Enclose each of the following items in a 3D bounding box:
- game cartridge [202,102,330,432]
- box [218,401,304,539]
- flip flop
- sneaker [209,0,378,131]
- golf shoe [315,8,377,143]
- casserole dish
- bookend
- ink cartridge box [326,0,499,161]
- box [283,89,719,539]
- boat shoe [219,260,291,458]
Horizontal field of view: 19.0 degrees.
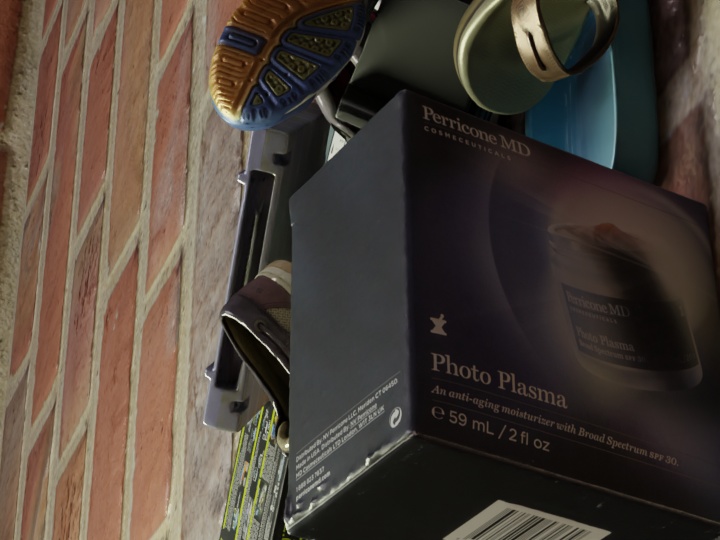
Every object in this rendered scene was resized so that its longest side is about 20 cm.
[{"bbox_3d":[-0.061,-0.006,1.412,0.130,0.038,0.201,-56,-23,-75],"label":"game cartridge"},{"bbox_3d":[-0.071,0.199,1.749,0.160,0.044,0.201,-160,81,-73],"label":"box"},{"bbox_3d":[0.116,-0.144,1.196,0.200,0.081,0.058,-50,51,50],"label":"flip flop"},{"bbox_3d":[-0.027,-0.146,1.302,0.200,0.075,0.088,-58,-10,-31],"label":"sneaker"},{"bbox_3d":[0.021,-0.083,1.397,0.077,0.200,0.088,-42,-9,23],"label":"golf shoe"},{"bbox_3d":[0.137,-0.095,1.265,0.121,0.039,0.201,126,151,-55],"label":"casserole dish"},{"bbox_3d":[0.078,-0.202,1.323,0.199,0.092,0.200,-67,0,-55],"label":"bookend"},{"bbox_3d":[0.029,-0.087,1.528,0.146,0.086,0.201,-128,49,-65],"label":"ink cartridge box"},{"bbox_3d":[0.074,0.043,1.082,0.123,0.199,0.199,-42,39,44],"label":"box"},{"bbox_3d":[-0.025,0.093,1.333,0.072,0.065,0.201,-9,110,61],"label":"boat shoe"}]
